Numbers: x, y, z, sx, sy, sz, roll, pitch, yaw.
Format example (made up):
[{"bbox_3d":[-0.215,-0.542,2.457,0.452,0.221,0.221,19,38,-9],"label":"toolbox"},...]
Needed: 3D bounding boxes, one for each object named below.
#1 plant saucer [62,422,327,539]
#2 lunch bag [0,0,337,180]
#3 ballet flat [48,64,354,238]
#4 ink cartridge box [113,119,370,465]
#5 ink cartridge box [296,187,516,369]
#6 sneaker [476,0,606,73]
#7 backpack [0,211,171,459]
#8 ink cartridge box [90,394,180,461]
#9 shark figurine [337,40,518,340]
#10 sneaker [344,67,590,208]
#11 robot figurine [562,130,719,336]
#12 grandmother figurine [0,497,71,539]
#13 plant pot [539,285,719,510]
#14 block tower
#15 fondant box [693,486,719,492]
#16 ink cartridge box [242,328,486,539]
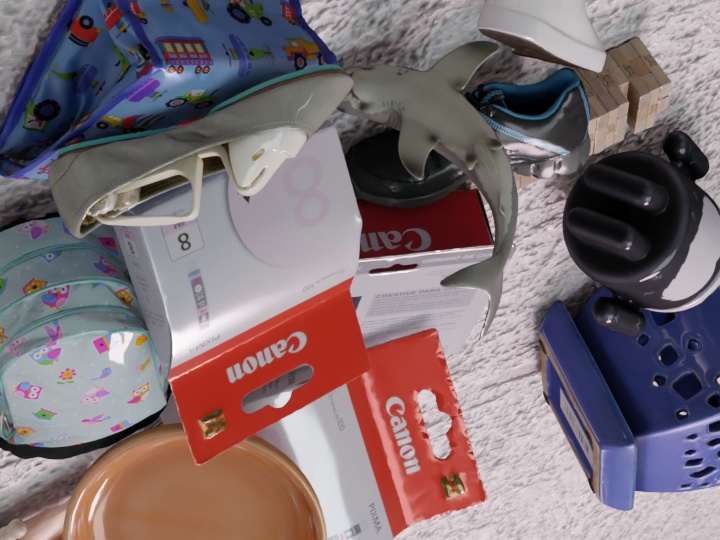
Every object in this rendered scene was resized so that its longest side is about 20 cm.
[{"bbox_3d":[-0.124,0.198,1.426,0.198,0.038,0.202,0,116,0],"label":"plant saucer"},{"bbox_3d":[-0.138,-0.108,1.218,0.150,0.095,0.200,-6,152,-44],"label":"lunch bag"},{"bbox_3d":[-0.093,-0.067,1.157,0.198,0.064,0.067,-17,167,4],"label":"ballet flat"},{"bbox_3d":[-0.067,0.017,1.291,0.162,0.057,0.201,-27,110,-26],"label":"ink cartridge box"},{"bbox_3d":[0.000,0.000,1.453,0.198,0.084,0.176,-6,152,-20],"label":"ink cartridge box"},{"bbox_3d":[0.143,-0.194,1.369,0.200,0.072,0.085,9,95,-72],"label":"sneaker"},{"bbox_3d":[-0.206,0.047,1.337,0.166,0.127,0.201,-22,150,-14],"label":"backpack"},{"bbox_3d":[-0.108,0.151,1.578,0.199,0.147,0.084,-36,153,10],"label":"ink cartridge box"},{"bbox_3d":[0.074,-0.071,1.348,0.128,0.215,0.090,-30,162,-6],"label":"shark figurine"},{"bbox_3d":[0.078,-0.107,1.428,0.198,0.074,0.082,-14,140,-8],"label":"sneaker"},{"bbox_3d":[0.257,-0.033,1.674,0.150,0.125,0.200,-33,152,18],"label":"robot figurine"},{"bbox_3d":[-0.290,0.238,1.626,0.199,0.061,0.121,-30,154,-6],"label":"grandmother figurine"},{"bbox_3d":[0.286,0.114,1.869,0.179,0.201,0.200,-22,152,-6],"label":"plant pot"},{"bbox_3d":[0.151,-0.115,1.514,0.199,0.058,0.054,-24,150,-12],"label":"block tower"},{"bbox_3d":[0.504,0.210,2.377,0.199,0.058,0.144,2,137,-45],"label":"fondant box"},{"bbox_3d":[-0.015,0.150,1.469,0.198,0.057,0.164,-15,110,7],"label":"ink cartridge box"}]
